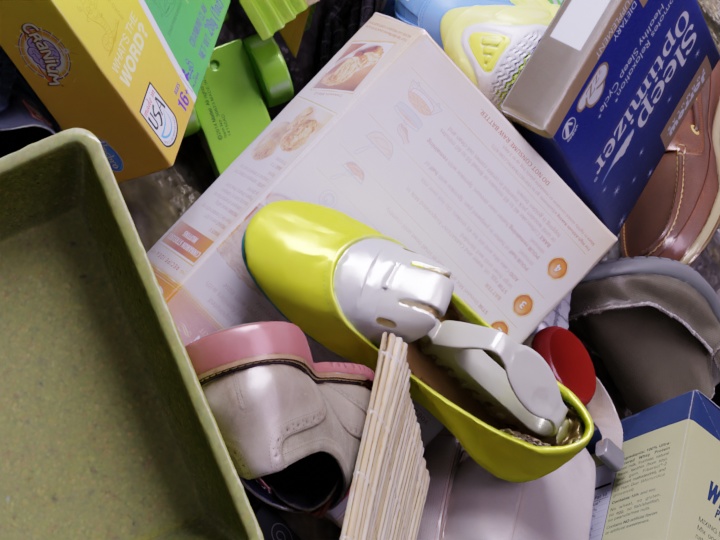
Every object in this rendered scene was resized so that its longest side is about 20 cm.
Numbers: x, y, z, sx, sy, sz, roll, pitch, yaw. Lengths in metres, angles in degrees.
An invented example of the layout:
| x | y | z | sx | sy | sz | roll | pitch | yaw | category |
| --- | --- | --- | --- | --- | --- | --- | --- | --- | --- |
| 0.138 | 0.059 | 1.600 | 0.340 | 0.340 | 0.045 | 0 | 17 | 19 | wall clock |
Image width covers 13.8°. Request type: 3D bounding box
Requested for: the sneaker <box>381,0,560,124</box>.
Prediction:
| x | y | z | sx | sy | sz | roll | pitch | yaw | category |
| --- | --- | --- | --- | --- | --- | --- | --- | --- | --- |
| 0.075 | -0.122 | 1.553 | 0.105 | 0.076 | 0.200 | 39 | 4 | 19 | sneaker |

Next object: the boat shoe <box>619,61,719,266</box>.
| x | y | z | sx | sy | sz | roll | pitch | yaw | category |
| --- | --- | --- | --- | --- | --- | --- | --- | --- | --- |
| 0.179 | -0.069 | 1.775 | 0.068 | 0.072 | 0.200 | 38 | 41 | -21 | boat shoe |

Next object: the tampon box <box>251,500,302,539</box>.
| x | y | z | sx | sy | sz | roll | pitch | yaw | category |
| --- | --- | --- | --- | --- | --- | --- | --- | --- | --- |
| -0.078 | 0.231 | 1.304 | 0.150 | 0.126 | 0.200 | 52 | 41 | -16 | tampon box |

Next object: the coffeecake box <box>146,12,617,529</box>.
| x | y | z | sx | sy | sz | roll | pitch | yaw | category |
| --- | --- | --- | --- | --- | --- | --- | --- | --- | --- |
| 0.000 | 0.000 | 1.460 | 0.200 | 0.073 | 0.154 | -47 | 112 | -6 | coffeecake box |

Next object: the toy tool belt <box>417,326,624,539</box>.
| x | y | z | sx | sy | sz | roll | pitch | yaw | category |
| --- | --- | --- | --- | --- | --- | --- | --- | --- | --- |
| 0.054 | 0.125 | 1.516 | 0.125 | 0.123 | 0.200 | 42 | 37 | -29 | toy tool belt |

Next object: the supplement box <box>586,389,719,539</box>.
| x | y | z | sx | sy | sz | roll | pitch | yaw | category |
| --- | --- | --- | --- | --- | --- | --- | --- | --- | --- |
| 0.176 | 0.211 | 1.579 | 0.200 | 0.134 | 0.200 | 38 | 47 | -28 | supplement box |

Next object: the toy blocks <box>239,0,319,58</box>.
| x | y | z | sx | sy | sz | roll | pitch | yaw | category |
| --- | --- | --- | --- | --- | --- | --- | --- | --- | --- |
| 0.003 | -0.196 | 1.535 | 0.100 | 0.137 | 0.200 | 59 | 12 | -16 | toy blocks |

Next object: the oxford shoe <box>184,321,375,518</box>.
| x | y | z | sx | sy | sz | roll | pitch | yaw | category |
| --- | --- | --- | --- | --- | --- | --- | --- | --- | --- |
| -0.030 | 0.080 | 1.334 | 0.200 | 0.070 | 0.075 | 32 | 41 | -68 | oxford shoe |

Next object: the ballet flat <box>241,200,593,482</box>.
| x | y | z | sx | sy | sz | roll | pitch | yaw | category |
| --- | --- | --- | --- | --- | --- | --- | --- | --- | --- |
| 0.034 | 0.029 | 1.399 | 0.200 | 0.067 | 0.067 | 40 | 61 | -22 | ballet flat |

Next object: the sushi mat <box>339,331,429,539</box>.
| x | y | z | sx | sy | sz | roll | pitch | yaw | category |
| --- | --- | --- | --- | --- | --- | --- | --- | --- | --- |
| 0.008 | 0.126 | 1.315 | 0.200 | 0.012 | 0.096 | -77 | 161 | -51 | sushi mat |

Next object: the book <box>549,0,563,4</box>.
| x | y | z | sx | sy | sz | roll | pitch | yaw | category |
| --- | --- | --- | --- | --- | --- | --- | --- | --- | --- |
| 0.069 | -0.210 | 1.748 | 0.200 | 0.048 | 0.134 | 49 | 39 | -15 | book |

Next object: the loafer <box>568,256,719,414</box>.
| x | y | z | sx | sy | sz | roll | pitch | yaw | category |
| --- | --- | --- | --- | --- | --- | --- | --- | --- | --- |
| 0.177 | 0.048 | 1.696 | 0.200 | 0.075 | 0.070 | 28 | 57 | -46 | loafer |

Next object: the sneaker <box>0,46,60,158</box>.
| x | y | z | sx | sy | sz | roll | pitch | yaw | category |
| --- | --- | --- | --- | --- | --- | --- | --- | --- | --- |
| -0.164 | -0.068 | 1.391 | 0.075 | 0.084 | 0.200 | 36 | 48 | -30 | sneaker |

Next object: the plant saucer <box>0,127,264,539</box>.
| x | y | z | sx | sy | sz | roll | pitch | yaw | category |
| --- | --- | --- | --- | --- | --- | --- | --- | --- | --- |
| -0.160 | 0.066 | 1.275 | 0.048 | 0.200 | 0.200 | -13 | 80 | -78 | plant saucer |

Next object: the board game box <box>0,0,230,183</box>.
| x | y | z | sx | sy | sz | roll | pitch | yaw | category |
| --- | --- | --- | --- | --- | --- | --- | --- | --- | --- |
| -0.135 | -0.162 | 1.360 | 0.200 | 0.040 | 0.153 | 55 | 35 | -35 | board game box |

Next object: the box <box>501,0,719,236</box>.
| x | y | z | sx | sy | sz | roll | pitch | yaw | category |
| --- | --- | --- | --- | --- | --- | --- | --- | --- | --- |
| 0.135 | -0.091 | 1.530 | 0.121 | 0.032 | 0.200 | -59 | 158 | -9 | box |

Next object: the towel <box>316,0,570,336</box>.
| x | y | z | sx | sy | sz | roll | pitch | yaw | category |
| --- | --- | --- | --- | --- | --- | --- | --- | --- | --- |
| 0.047 | -0.054 | 1.615 | 0.166 | 0.086 | 0.200 | 36 | 47 | -32 | towel |

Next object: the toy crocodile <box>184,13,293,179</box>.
| x | y | z | sx | sy | sz | roll | pitch | yaw | category |
| --- | --- | --- | --- | --- | --- | --- | --- | --- | --- |
| -0.089 | -0.126 | 1.524 | 0.067 | 0.062 | 0.200 | -26 | 91 | -9 | toy crocodile |
